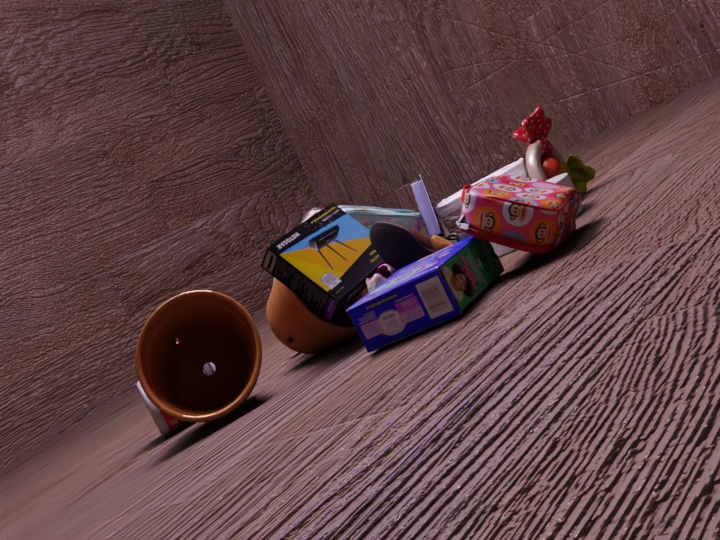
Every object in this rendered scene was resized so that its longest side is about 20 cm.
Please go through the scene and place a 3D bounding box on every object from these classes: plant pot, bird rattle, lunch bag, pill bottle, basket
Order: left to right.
[{"bbox_3d":[-0.300,0.206,1.516,0.197,0.113,0.110,-29,4,-17],"label":"pill bottle"},{"bbox_3d":[-0.254,0.149,1.348,0.197,0.203,0.140,-28,-12,-10],"label":"plant pot"},{"bbox_3d":[-0.080,0.053,1.465,0.199,0.201,0.140,-31,-10,-48],"label":"plant pot"},{"bbox_3d":[0.021,-0.087,1.628,0.195,0.079,0.160,0,2,-22],"label":"lunch bag"},{"bbox_3d":[0.268,-0.125,1.679,0.197,0.125,0.136,-28,4,16],"label":"basket"},{"bbox_3d":[0.230,-0.094,1.242,0.173,0.084,0.199,17,21,24],"label":"lunch bag"},{"bbox_3d":[0.375,-0.210,1.626,0.111,0.201,0.165,-20,32,34],"label":"bird rattle"}]

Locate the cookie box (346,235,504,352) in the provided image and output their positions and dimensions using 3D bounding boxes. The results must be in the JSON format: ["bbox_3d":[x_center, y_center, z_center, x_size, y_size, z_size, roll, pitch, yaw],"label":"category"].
[{"bbox_3d":[0.100,0.028,1.215,0.169,0.076,0.199,-26,5,33],"label":"cookie box"}]

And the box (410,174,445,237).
[{"bbox_3d":[0.144,-0.101,1.676,0.032,0.124,0.200,-20,-23,7],"label":"box"}]

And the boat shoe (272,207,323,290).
[{"bbox_3d":[-0.119,-0.038,1.534,0.071,0.065,0.203,5,-55,-34],"label":"boat shoe"}]

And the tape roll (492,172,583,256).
[{"bbox_3d":[0.300,-0.099,1.496,0.199,0.072,0.202,-28,4,2],"label":"tape roll"}]

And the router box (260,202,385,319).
[{"bbox_3d":[-0.050,-0.021,1.379,0.200,0.148,0.052,-40,-18,-50],"label":"router box"}]

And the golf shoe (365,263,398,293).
[{"bbox_3d":[0.078,0.019,1.392,0.074,0.093,0.199,-26,3,36],"label":"golf shoe"}]

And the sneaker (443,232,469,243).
[{"bbox_3d":[0.163,-0.023,1.609,0.089,0.078,0.198,-15,-3,-41],"label":"sneaker"}]

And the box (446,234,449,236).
[{"bbox_3d":[0.174,-0.039,1.871,0.136,0.040,0.199,-26,4,44],"label":"box"}]

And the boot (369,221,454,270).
[{"bbox_3d":[0.118,-0.046,1.421,0.184,0.070,0.200,19,17,10],"label":"boot"}]
